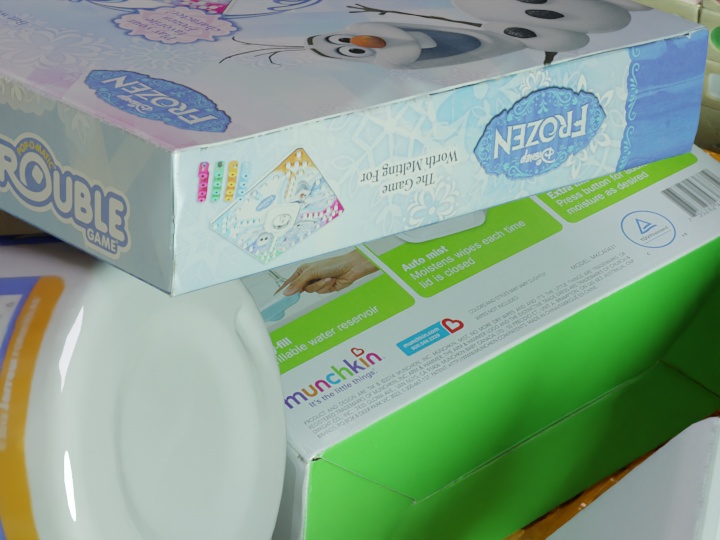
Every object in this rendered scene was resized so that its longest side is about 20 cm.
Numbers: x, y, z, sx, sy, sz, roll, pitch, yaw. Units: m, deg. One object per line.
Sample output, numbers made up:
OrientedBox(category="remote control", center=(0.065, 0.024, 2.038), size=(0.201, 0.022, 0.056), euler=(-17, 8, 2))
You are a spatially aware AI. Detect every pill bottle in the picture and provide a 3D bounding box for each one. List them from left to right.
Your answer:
OrientedBox(category="pill bottle", center=(-0.131, 0.048, 0.748), size=(0.199, 0.113, 0.112), euler=(-3, 34, 30))

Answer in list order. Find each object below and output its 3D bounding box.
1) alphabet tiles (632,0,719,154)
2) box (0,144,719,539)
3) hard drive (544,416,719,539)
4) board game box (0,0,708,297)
OrientedBox(category="alphabet tiles", center=(0.158, -0.042, 0.877), size=(0.166, 0.200, 0.008), euler=(18, 71, 13))
OrientedBox(category="box", center=(0.000, 0.000, 0.868), size=(0.199, 0.097, 0.176), euler=(-27, 51, -33))
OrientedBox(category="hard drive", center=(0.043, 0.136, 0.684), size=(0.027, 0.132, 0.200), euler=(40, 33, -12))
OrientedBox(category="board game box", center=(-0.040, -0.062, 0.770), size=(0.198, 0.044, 0.199), euler=(-15, 28, -40))
